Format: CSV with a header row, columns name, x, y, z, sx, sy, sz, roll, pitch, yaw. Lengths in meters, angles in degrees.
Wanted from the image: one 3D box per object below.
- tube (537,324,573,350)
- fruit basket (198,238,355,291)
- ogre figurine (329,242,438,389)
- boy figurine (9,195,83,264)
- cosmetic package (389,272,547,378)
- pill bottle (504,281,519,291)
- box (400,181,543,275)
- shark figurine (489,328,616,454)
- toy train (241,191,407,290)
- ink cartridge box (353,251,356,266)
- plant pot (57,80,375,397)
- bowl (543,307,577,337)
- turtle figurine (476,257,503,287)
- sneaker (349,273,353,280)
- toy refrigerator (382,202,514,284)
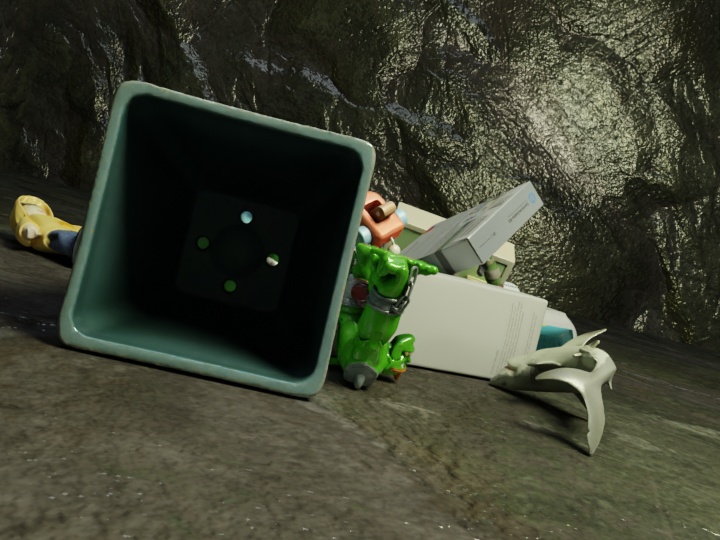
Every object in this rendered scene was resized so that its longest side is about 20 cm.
name,x,y,z,sx,sy,sz,roll,pitch,yaw
tube,0.242,0.104,1.007,0.050,0.078,0.200,-26,21,-25
fruit basket,-0.129,-0.010,0.847,0.215,0.156,0.216,-13,-29,-7
ogre figurine,0.008,0.038,0.637,0.098,0.120,0.200,16,3,-25
boy figurine,-0.400,-0.051,0.906,0.199,0.065,0.124,20,9,35
cosmetic package,0.105,0.060,0.788,0.199,0.108,0.085,14,3,-19
pill bottle,0.165,0.053,1.145,0.199,0.107,0.106,13,4,-21
box,0.126,-0.038,0.906,0.156,0.041,0.200,-39,11,-37
shark figurine,0.218,0.115,0.655,0.128,0.090,0.214,-20,-2,-5
toy train,-0.044,-0.064,0.737,0.199,0.056,0.150,-23,69,-30
ink cartridge box,-0.091,0.011,0.967,0.199,0.037,0.095,-16,-7,20
plant pot,-0.114,-0.020,0.588,0.195,0.197,0.200,13,-3,-7
bowl,0.302,0.095,1.300,0.199,0.075,0.200,11,6,-28
turtle figurine,0.130,0.038,0.953,0.144,0.201,0.194,-21,-11,31
sneaker,0.007,0.043,0.985,0.082,0.074,0.200,-2,-4,41
toy refrigerator,0.139,-0.031,1.080,0.199,0.076,0.070,20,32,-2
